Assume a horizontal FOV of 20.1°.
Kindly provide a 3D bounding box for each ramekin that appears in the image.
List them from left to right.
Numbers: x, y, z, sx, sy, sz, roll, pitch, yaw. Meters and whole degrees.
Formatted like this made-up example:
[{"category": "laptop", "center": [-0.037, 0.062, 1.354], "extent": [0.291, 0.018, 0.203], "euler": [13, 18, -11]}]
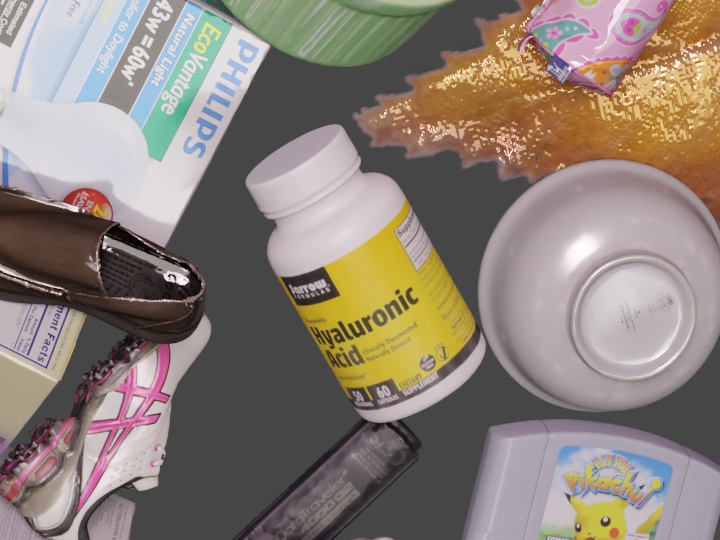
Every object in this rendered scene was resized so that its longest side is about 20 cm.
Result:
[{"category": "ramekin", "center": [-0.018, -0.235, 1.368], "extent": [0.199, 0.201, 0.098], "euler": [29, 140, -15]}]

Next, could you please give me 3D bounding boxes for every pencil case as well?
[{"category": "pencil case", "center": [0.196, -0.223, 1.460], "extent": [0.087, 0.087, 0.201], "euler": [30, 100, -15]}]

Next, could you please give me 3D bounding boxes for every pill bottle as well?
[{"category": "pill bottle", "center": [0.000, 0.000, 1.475], "extent": [0.111, 0.111, 0.201], "euler": [-30, 106, 0]}]

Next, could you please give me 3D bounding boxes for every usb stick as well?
[{"category": "usb stick", "center": [-0.039, 0.186, 1.560], "extent": [0.200, 0.033, 0.055], "euler": [-43, 100, 4]}]

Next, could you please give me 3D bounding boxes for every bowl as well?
[{"category": "bowl", "center": [0.193, 0.024, 1.521], "extent": [0.199, 0.090, 0.203], "euler": [-2, 106, -8]}]

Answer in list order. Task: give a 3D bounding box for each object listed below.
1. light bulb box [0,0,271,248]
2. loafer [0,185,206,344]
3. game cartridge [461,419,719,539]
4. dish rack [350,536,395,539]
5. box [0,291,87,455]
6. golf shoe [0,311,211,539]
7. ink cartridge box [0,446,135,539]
[{"category": "light bulb box", "center": [-0.194, -0.126, 1.405], "extent": [0.199, 0.125, 0.199], "euler": [26, 100, -13]}, {"category": "loafer", "center": [-0.186, -0.015, 1.325], "extent": [0.198, 0.071, 0.074], "euler": [17, 64, -19]}, {"category": "game cartridge", "center": [0.185, 0.187, 1.592], "extent": [0.198, 0.040, 0.135], "euler": [10, 99, -11]}, {"category": "dish rack", "center": [-0.055, 0.290, 1.537], "extent": [0.199, 0.043, 0.173], "euler": [-10, 112, -41]}, {"category": "box", "center": [-0.308, 0.034, 1.392], "extent": [0.199, 0.097, 0.176], "euler": [27, 141, -13]}, {"category": "golf shoe", "center": [-0.172, 0.112, 1.481], "extent": [0.092, 0.073, 0.200], "euler": [45, 74, -12]}, {"category": "ink cartridge box", "center": [-0.264, 0.178, 1.477], "extent": [0.199, 0.120, 0.042], "euler": [28, 119, -15]}]
